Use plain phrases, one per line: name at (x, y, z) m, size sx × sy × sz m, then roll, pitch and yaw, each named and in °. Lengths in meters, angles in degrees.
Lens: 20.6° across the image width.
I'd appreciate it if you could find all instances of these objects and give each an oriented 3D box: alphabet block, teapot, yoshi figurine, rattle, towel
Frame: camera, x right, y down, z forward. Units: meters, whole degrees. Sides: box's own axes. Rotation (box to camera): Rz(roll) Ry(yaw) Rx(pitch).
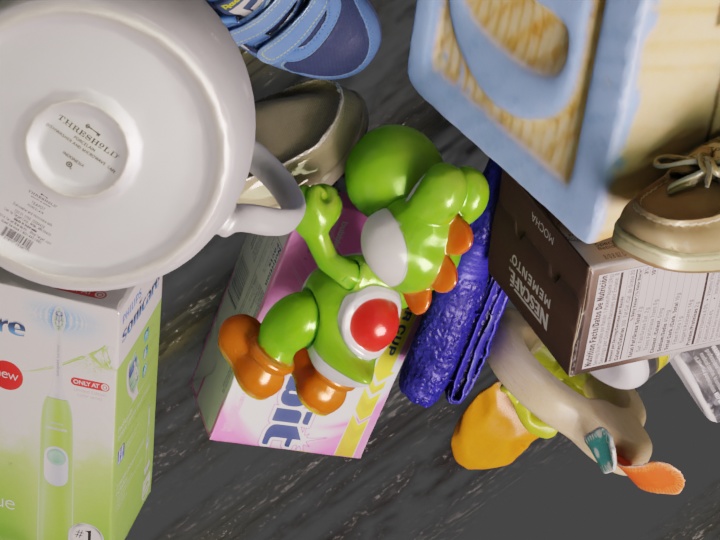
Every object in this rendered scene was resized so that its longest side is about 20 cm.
alphabet block at (0.166, -0.163, 1.126) m, size 0.199 × 0.195 × 0.198 m, roll -16°, pitch 134°, yaw -29°
teapot at (-0.144, -0.094, 1.094) m, size 0.195 × 0.146 × 0.202 m, roll -9°, pitch 116°, yaw 5°
yoshi figurine at (-0.001, -0.010, 1.200) m, size 0.112 × 0.112 × 0.200 m, roll 42°, pitch 120°, yaw -1°
rattle at (0.128, 0.126, 1.344) m, size 0.143 × 0.200 × 0.130 m, roll -42°, pitch 132°, yaw 11°
towel at (0.092, -0.018, 1.270) m, size 0.049 × 0.148 × 0.201 m, roll 26°, pitch 119°, yaw 8°

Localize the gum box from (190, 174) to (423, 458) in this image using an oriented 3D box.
gum box at (-0.024, 0.020, 1.298) m, size 0.113 × 0.066 × 0.201 m, roll 9°, pitch 120°, yaw -25°

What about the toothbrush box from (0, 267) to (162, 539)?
toothbrush box at (-0.205, 0.069, 1.217) m, size 0.144 × 0.086 × 0.202 m, roll 13°, pitch 123°, yaw 8°

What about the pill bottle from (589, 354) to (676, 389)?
pill bottle at (0.214, -0.023, 1.311) m, size 0.200 × 0.112 × 0.112 m, roll -39°, pitch 131°, yaw -14°

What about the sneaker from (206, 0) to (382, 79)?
sneaker at (-0.062, -0.161, 1.145) m, size 0.199 × 0.082 × 0.074 m, roll 30°, pitch 108°, yaw -36°

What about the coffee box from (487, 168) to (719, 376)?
coffee box at (0.189, -0.017, 1.171) m, size 0.198 × 0.113 × 0.080 m, roll -10°, pitch 129°, yaw -20°

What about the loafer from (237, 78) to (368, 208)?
loafer at (-0.089, -0.066, 1.206) m, size 0.199 × 0.076 × 0.069 m, roll -27°, pitch 135°, yaw 0°

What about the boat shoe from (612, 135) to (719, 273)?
boat shoe at (0.209, -0.054, 1.059) m, size 0.199 × 0.073 × 0.063 m, roll -25°, pitch 131°, yaw -39°

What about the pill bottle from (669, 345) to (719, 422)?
pill bottle at (0.304, 0.012, 1.391) m, size 0.199 × 0.107 × 0.106 m, roll -33°, pitch 129°, yaw 4°
